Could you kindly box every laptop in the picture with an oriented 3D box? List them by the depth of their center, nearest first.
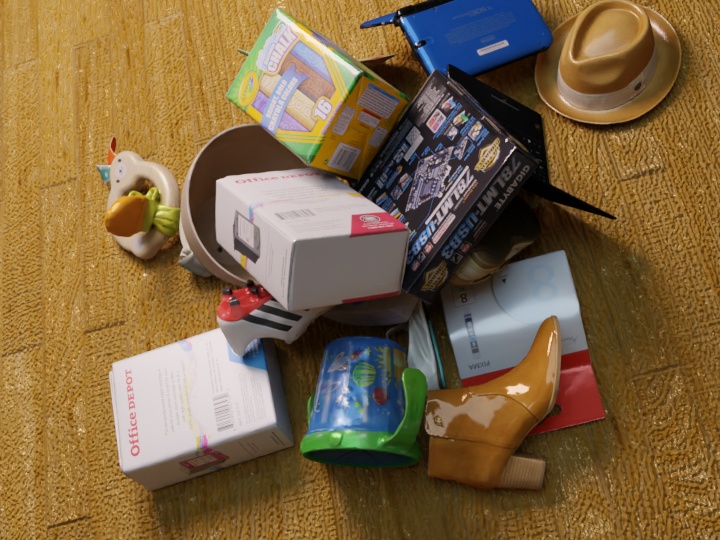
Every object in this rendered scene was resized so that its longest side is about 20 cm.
[{"bbox_3d":[0.203,-0.156,1.197,0.103,0.175,0.204,-28,53,43],"label":"laptop"}]

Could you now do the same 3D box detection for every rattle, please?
[{"bbox_3d":[-0.342,-0.114,1.352,0.201,0.141,0.131,55,128,21],"label":"rattle"}]

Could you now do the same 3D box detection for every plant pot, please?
[{"bbox_3d":[-0.145,-0.068,1.261,0.197,0.134,0.205,6,76,-26],"label":"plant pot"}]

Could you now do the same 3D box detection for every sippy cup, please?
[{"bbox_3d":[0.003,0.148,1.127,0.174,0.140,0.133,-3,71,19],"label":"sippy cup"}]

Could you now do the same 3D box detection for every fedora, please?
[{"bbox_3d":[0.320,-0.288,1.295,0.196,0.082,0.204,-6,63,13],"label":"fedora"}]

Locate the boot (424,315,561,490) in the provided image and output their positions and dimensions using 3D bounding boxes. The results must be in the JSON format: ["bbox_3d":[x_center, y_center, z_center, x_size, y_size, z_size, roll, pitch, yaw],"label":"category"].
[{"bbox_3d":[0.145,0.142,1.113,0.141,0.071,0.206,9,88,6],"label":"boot"}]

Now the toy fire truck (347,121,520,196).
[{"bbox_3d":[0.087,-0.123,1.274,0.197,0.112,0.170,-26,79,2],"label":"toy fire truck"}]

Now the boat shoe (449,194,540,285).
[{"bbox_3d":[0.154,-0.038,1.185,0.066,0.199,0.075,-40,83,34],"label":"boat shoe"}]

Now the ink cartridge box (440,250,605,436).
[{"bbox_3d":[0.187,0.089,1.167,0.157,0.047,0.203,-14,60,8],"label":"ink cartridge box"}]

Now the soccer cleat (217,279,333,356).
[{"bbox_3d":[-0.071,0.039,1.169,0.197,0.087,0.069,-18,29,-12],"label":"soccer cleat"}]

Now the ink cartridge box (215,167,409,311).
[{"bbox_3d":[-0.058,-0.040,1.106,0.145,0.087,0.200,-8,26,-29],"label":"ink cartridge box"}]

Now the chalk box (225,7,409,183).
[{"bbox_3d":[-0.064,-0.218,1.186,0.200,0.124,0.125,42,105,26],"label":"chalk box"}]

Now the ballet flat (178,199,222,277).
[{"bbox_3d":[-0.209,-0.091,1.344,0.063,0.067,0.204,17,64,-26],"label":"ballet flat"}]

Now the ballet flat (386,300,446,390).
[{"bbox_3d":[0.060,0.057,1.206,0.068,0.070,0.204,-11,66,9],"label":"ballet flat"}]

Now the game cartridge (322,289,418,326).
[{"bbox_3d":[0.000,0.000,1.225,0.198,0.040,0.135,9,69,46],"label":"game cartridge"}]

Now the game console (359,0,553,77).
[{"bbox_3d":[0.128,-0.319,1.342,0.197,0.119,0.173,-23,77,-22],"label":"game console"}]

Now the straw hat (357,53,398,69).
[{"bbox_3d":[-0.036,-0.239,1.359,0.197,0.201,0.087,-7,104,12],"label":"straw hat"}]

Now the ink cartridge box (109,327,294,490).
[{"bbox_3d":[-0.194,0.164,1.212,0.196,0.085,0.147,-17,61,4],"label":"ink cartridge box"}]

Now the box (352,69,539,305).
[{"bbox_3d":[0.084,-0.099,1.132,0.201,0.049,0.199,-54,40,16],"label":"box"}]
